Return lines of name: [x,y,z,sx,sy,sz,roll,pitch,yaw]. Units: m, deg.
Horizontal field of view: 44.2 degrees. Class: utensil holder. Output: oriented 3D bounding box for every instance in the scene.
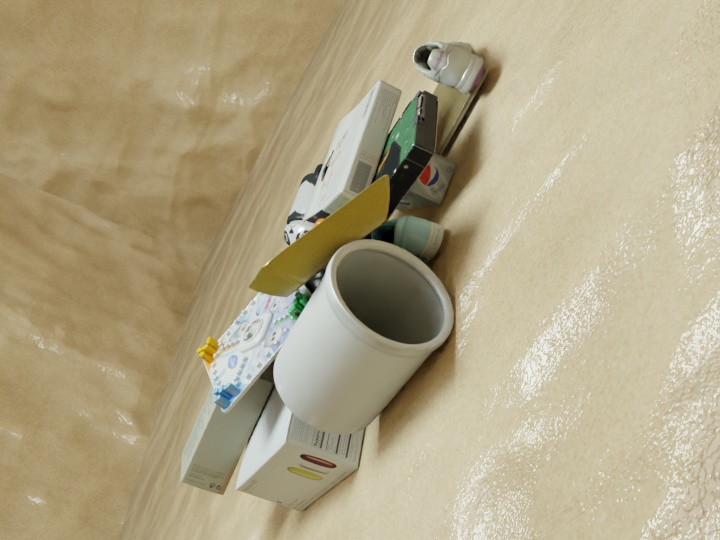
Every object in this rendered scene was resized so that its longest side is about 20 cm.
utensil holder: [-0.004,0.089,1.123,0.200,0.170,0.170,-55,19,39]

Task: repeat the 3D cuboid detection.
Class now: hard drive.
hard drive: [0.049,-0.149,1.290,0.200,0.038,0.140,-54,19,41]

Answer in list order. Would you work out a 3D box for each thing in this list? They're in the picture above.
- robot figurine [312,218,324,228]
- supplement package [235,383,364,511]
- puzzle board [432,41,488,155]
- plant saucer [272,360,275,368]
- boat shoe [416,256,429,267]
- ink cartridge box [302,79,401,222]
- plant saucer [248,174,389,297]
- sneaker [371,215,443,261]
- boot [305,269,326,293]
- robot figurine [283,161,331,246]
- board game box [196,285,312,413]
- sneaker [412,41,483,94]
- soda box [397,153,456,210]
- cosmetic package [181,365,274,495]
robot figurine: [-0.074,-0.005,1.542,0.200,0.117,0.144,-30,17,42]
supplement package: [-0.083,0.234,1.286,0.200,0.111,0.156,-50,23,49]
puzzle board: [0.148,-0.277,1.427,0.151,0.017,0.200,-62,15,21]
plant saucer: [-0.137,0.229,1.490,0.200,0.032,0.201,1,-90,-86]
boat shoe: [0.036,0.054,1.248,0.200,0.073,0.062,-52,6,38]
ink cartridge box: [-0.014,-0.175,1.388,0.176,0.045,0.200,-30,38,65]
plant saucer: [-0.048,-0.032,1.171,0.200,0.048,0.200,-38,0,-15]
sneaker: [0.049,-0.042,1.288,0.200,0.082,0.074,-38,31,66]
boot: [-0.085,0.060,1.378,0.200,0.076,0.169,132,139,-51]
robot figurine: [-0.076,-0.113,1.734,0.150,0.124,0.200,101,-173,-73]
board game box: [-0.157,0.087,1.289,0.200,0.026,0.200,-50,24,1]
sneaker: [0.124,-0.326,1.357,0.200,0.099,0.075,-114,47,-72]
soda box: [0.076,-0.138,1.378,0.068,0.063,0.200,-68,15,-4]
cosmetic package: [-0.207,0.229,1.368,0.200,0.073,0.104,-64,16,11]
